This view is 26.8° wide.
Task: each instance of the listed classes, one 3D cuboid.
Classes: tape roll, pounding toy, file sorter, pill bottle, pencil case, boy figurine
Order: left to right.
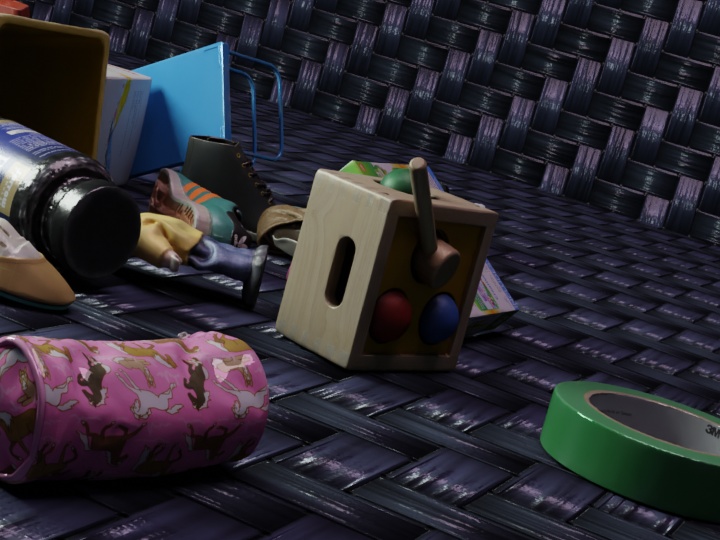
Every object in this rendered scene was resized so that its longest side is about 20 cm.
[{"bbox_3d":[-0.293,-0.064,1.390,0.199,0.113,0.111,24,13,42],"label":"pill bottle"},{"bbox_3d":[-0.146,0.081,0.919,0.086,0.084,0.199,24,14,36],"label":"pencil case"},{"bbox_3d":[-0.188,-0.020,1.455,0.198,0.065,0.124,14,10,-6],"label":"boy figurine"},{"bbox_3d":[-0.210,-0.193,1.959,0.198,0.141,0.122,-10,-13,37],"label":"file sorter"},{"bbox_3d":[0.036,-0.013,1.368,0.141,0.202,0.183,24,13,40],"label":"pounding toy"},{"bbox_3d":[0.251,0.149,1.264,0.198,0.049,0.201,16,11,-3],"label":"tape roll"}]

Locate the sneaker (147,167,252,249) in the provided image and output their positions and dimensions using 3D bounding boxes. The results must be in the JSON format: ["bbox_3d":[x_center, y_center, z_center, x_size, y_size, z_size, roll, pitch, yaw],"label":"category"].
[{"bbox_3d":[-0.180,-0.056,1.669,0.079,0.072,0.200,16,14,-27],"label":"sneaker"}]

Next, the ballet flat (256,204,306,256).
[{"bbox_3d":[-0.033,-0.041,1.741,0.198,0.068,0.073,3,38,20],"label":"ballet flat"}]

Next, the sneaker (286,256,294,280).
[{"bbox_3d":[0.000,0.000,1.624,0.088,0.082,0.200,27,16,20],"label":"sneaker"}]

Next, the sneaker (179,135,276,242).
[{"bbox_3d":[-0.126,-0.094,1.827,0.198,0.107,0.075,13,10,-17],"label":"sneaker"}]

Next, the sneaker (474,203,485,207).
[{"bbox_3d":[0.141,-0.066,2.236,0.070,0.074,0.200,5,2,-6],"label":"sneaker"}]

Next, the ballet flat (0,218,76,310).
[{"bbox_3d":[-0.327,-0.022,1.250,0.198,0.064,0.069,16,10,1],"label":"ballet flat"}]

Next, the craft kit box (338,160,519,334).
[{"bbox_3d":[0.071,-0.023,1.618,0.201,0.048,0.197,59,20,14],"label":"craft kit box"}]

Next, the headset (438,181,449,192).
[{"bbox_3d":[0.042,-0.058,1.931,0.123,0.095,0.199,24,24,38],"label":"headset"}]

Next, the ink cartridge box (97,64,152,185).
[{"bbox_3d":[-0.368,-0.188,1.846,0.146,0.146,0.200,18,10,11],"label":"ink cartridge box"}]

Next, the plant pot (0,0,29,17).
[{"bbox_3d":[-0.538,-0.289,2.047,0.198,0.178,0.200,14,10,-10],"label":"plant pot"}]

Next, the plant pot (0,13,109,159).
[{"bbox_3d":[-0.418,-0.182,1.647,0.198,0.197,0.195,11,7,27],"label":"plant pot"}]
